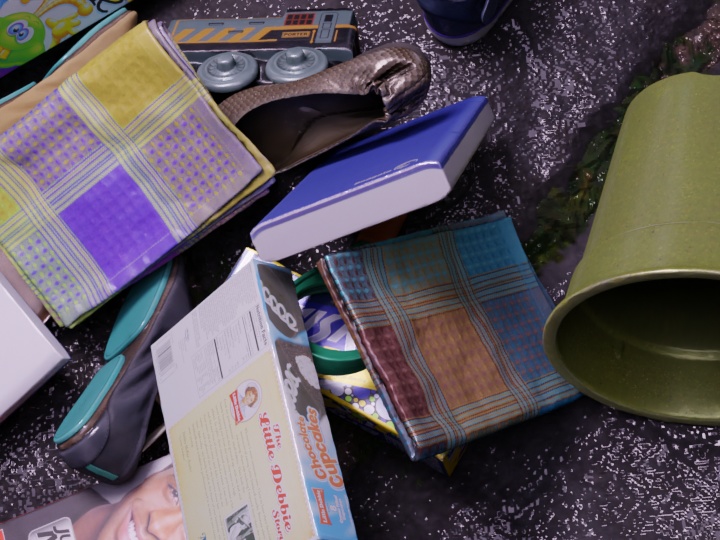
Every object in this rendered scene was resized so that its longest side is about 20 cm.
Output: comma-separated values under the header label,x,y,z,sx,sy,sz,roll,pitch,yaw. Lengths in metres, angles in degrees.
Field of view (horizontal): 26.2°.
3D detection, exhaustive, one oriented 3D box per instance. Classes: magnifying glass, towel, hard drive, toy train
label,x,y,z,sx,sy,sz,roll,pitch,yaw
magnifying glass,0.000,0.000,1.080,0.079,0.022,0.200,19,44,7
towel,0.069,0.038,1.029,0.022,0.200,0.147,-37,75,39
towel,-0.174,-0.065,1.079,0.200,0.023,0.144,-34,98,13
hard drive,-0.322,0.080,1.108,0.200,0.025,0.132,-42,80,4
hard drive,0.014,-0.066,1.052,0.132,0.200,0.025,-20,102,18
toy train,-0.087,-0.144,1.157,0.200,0.085,0.114,-1,40,11

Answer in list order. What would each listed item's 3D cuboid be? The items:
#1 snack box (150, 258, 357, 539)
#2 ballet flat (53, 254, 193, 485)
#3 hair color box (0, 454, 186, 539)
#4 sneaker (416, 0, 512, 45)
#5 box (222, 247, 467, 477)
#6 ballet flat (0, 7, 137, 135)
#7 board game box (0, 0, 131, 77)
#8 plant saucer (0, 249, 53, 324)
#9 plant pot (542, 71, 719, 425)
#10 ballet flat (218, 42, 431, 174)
label,x,y,z,sx,sy,sz,roll,pitch,yaw
snack box,-0.072,0.107,0.987,0.116,0.037,0.200,-38,52,34
ballet flat,-0.152,0.072,1.090,0.073,0.073,0.200,9,42,10
hair color box,-0.150,0.193,1.047,0.200,0.061,0.102,-22,56,-4
sneaker,0.106,-0.273,1.149,0.081,0.146,0.200,30,77,16
box,-0.009,0.064,1.086,0.200,0.064,0.070,28,76,15
ballet flat,-0.228,-0.125,1.172,0.063,0.069,0.200,51,58,-7
board game box,-0.264,-0.238,1.191,0.200,0.105,0.103,-32,52,-5
plant saucer,-0.303,-0.015,1.167,0.200,0.032,0.201,-2,71,6
plant pot,0.230,-0.025,1.041,0.200,0.200,0.190,5,58,8
ballet flat,-0.040,-0.101,1.078,0.200,0.067,0.046,-19,35,24
